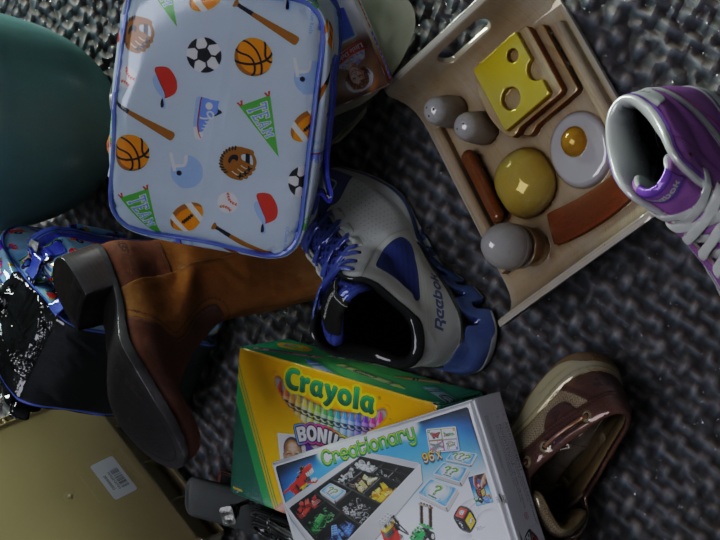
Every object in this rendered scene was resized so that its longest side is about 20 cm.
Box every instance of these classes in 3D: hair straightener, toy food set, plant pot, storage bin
[{"bbox_3d":[-0.075,0.202,1.099,0.199,0.077,0.041,16,103,43],"label":"hair straightener"},{"bbox_3d":[0.104,-0.083,0.939,0.143,0.060,0.201,-39,66,35],"label":"toy food set"},{"bbox_3d":[-0.309,-0.129,1.221,0.200,0.160,0.202,2,93,42],"label":"plant pot"},{"bbox_3d":[-0.252,0.218,1.187,0.200,0.198,0.094,46,138,28],"label":"storage bin"}]

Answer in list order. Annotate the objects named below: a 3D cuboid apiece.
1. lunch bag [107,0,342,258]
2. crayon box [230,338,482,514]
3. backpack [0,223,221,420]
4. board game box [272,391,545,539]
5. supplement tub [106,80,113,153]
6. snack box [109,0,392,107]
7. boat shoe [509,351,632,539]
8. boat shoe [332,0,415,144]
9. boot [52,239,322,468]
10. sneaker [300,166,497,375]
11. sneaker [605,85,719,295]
[{"bbox_3d":[-0.090,-0.107,0.968,0.159,0.076,0.201,9,112,3],"label":"lunch bag"},{"bbox_3d":[-0.007,0.131,1.048,0.199,0.058,0.120,12,102,39],"label":"crayon box"},{"bbox_3d":[-0.236,0.029,1.174,0.200,0.182,0.135,43,111,42],"label":"backpack"},{"bbox_3d":[0.030,0.169,0.956,0.199,0.034,0.127,-22,81,41],"label":"board game box"},{"bbox_3d":[-0.119,-0.166,1.084,0.122,0.122,0.201,43,119,29],"label":"supplement tub"},{"bbox_3d":[-0.080,-0.132,1.010,0.199,0.024,0.072,-20,103,17],"label":"snack box"},{"bbox_3d":[0.118,0.151,0.933,0.201,0.072,0.072,-56,30,22],"label":"boat shoe"},{"bbox_3d":[-0.028,-0.129,1.046,0.071,0.063,0.200,43,108,8],"label":"boat shoe"},{"bbox_3d":[-0.105,0.042,1.049,0.189,0.199,0.069,53,141,28],"label":"boot"},{"bbox_3d":[0.000,0.001,1.002,0.199,0.115,0.081,46,120,27],"label":"sneaker"},{"bbox_3d":[0.210,-0.022,0.825,0.073,0.114,0.201,-44,68,32],"label":"sneaker"}]
